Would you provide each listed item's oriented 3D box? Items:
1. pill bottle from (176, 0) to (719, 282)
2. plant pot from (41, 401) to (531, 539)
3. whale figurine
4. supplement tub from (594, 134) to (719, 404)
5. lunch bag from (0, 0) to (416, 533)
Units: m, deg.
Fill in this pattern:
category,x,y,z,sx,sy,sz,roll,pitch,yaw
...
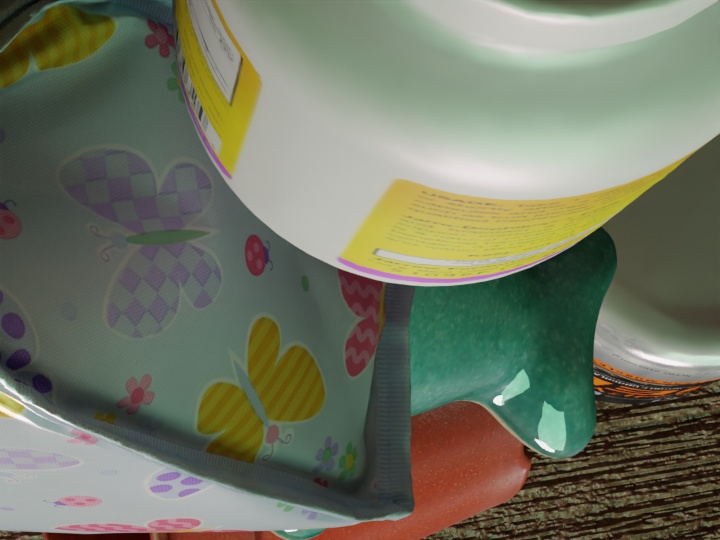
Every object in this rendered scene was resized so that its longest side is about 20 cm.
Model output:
category,x,y,z,sx,sy,sz,roll,pitch,yaw
pill bottle,0.022,-0.059,0.497,0.104,0.105,0.200,-9,175,-6
plant pot,-0.038,0.061,1.312,0.195,0.202,0.201,-16,177,-20
whale figurine,0.000,0.000,0.856,0.199,0.160,0.104,16,166,-27
supplement tub,0.105,-0.016,1.054,0.122,0.123,0.200,-9,174,-5
lunch bag,-0.100,-0.011,0.650,0.169,0.128,0.200,-3,167,33
